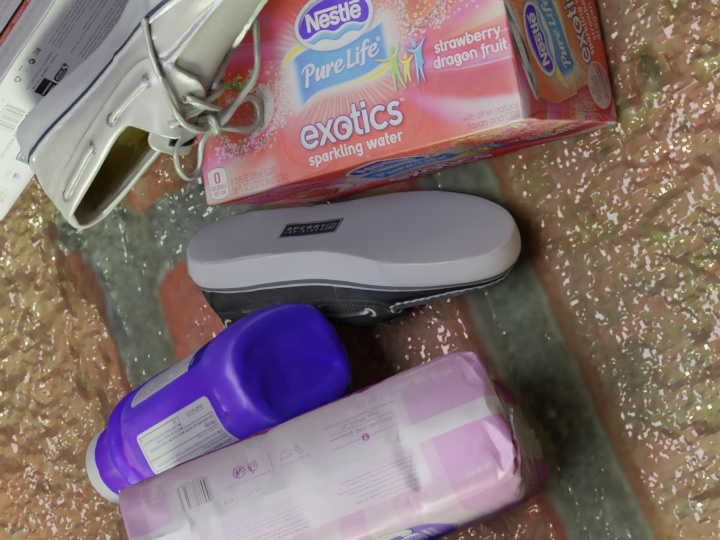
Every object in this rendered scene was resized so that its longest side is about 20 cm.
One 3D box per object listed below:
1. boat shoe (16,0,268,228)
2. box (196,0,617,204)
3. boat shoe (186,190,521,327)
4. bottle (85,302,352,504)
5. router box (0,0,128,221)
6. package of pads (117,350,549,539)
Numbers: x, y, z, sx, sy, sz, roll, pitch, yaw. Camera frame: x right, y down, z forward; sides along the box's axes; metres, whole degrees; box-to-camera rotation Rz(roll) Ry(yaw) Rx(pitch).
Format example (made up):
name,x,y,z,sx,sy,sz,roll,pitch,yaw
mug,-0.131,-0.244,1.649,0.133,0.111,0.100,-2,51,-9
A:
name,x,y,z,sx,sy,sz,roll,pitch,yaw
boat shoe,-0.093,-0.085,1.252,0.202,0.074,0.086,-40,69,32
box,0.017,-0.102,1.277,0.199,0.095,0.103,-13,84,34
boat shoe,0.000,0.000,1.322,0.199,0.069,0.057,-1,125,33
bottle,-0.085,0.079,1.349,0.200,0.083,0.065,-33,84,52
router box,-0.176,-0.159,1.381,0.200,0.049,0.180,-51,33,26
package of pads,-0.010,0.110,1.252,0.199,0.121,0.076,-22,73,6
